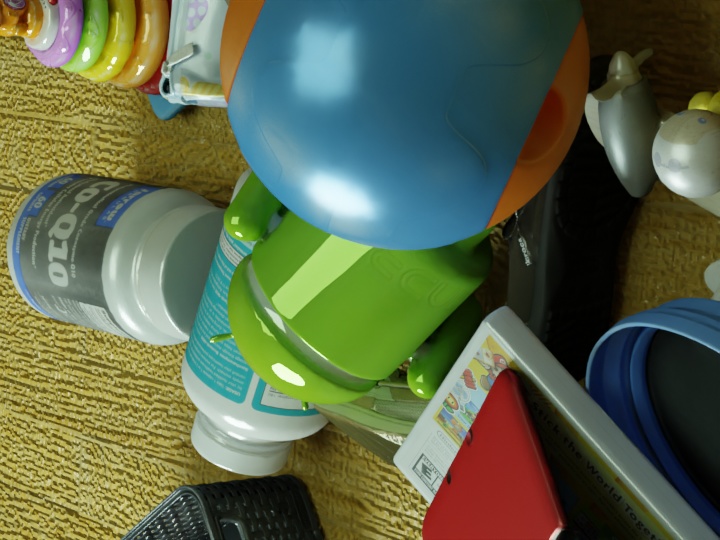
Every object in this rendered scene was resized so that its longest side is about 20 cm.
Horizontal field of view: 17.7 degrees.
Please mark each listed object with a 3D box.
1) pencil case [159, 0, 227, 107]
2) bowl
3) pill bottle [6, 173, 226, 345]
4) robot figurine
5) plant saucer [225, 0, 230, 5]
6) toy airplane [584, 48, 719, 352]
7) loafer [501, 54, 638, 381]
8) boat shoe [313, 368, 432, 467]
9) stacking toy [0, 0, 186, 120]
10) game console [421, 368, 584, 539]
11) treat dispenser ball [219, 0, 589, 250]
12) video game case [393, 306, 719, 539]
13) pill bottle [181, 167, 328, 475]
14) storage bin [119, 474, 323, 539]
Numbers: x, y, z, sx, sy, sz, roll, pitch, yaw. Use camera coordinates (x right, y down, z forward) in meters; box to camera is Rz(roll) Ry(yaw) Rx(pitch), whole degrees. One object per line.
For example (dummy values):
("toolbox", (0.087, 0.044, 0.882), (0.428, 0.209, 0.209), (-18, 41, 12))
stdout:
("pencil case", (-0.095, -0.210, 1.605), (0.083, 0.090, 0.201), (-168, 79, -72))
("bowl", (0.203, 0.101, 1.216), (0.201, 0.039, 0.201), (39, 150, 28))
("pill bottle", (-0.161, -0.007, 1.679), (0.200, 0.114, 0.114), (10, 100, 51))
("robot figurine", (0.000, 0.000, 1.406), (0.200, 0.175, 0.116), (-45, 15, 21))
("plant saucer", (0.007, -0.164, 1.398), (0.200, 0.200, 0.030), (-25, 47, 49))
("toy airplane", (0.202, -0.049, 1.198), (0.200, 0.141, 0.200), (-36, 65, 46))
("loafer", (0.114, -0.033, 1.364), (0.071, 0.073, 0.201), (29, 113, 48))
("boat shoe", (0.050, 0.092, 1.463), (0.200, 0.073, 0.063), (7, 63, 54))
("stacking toy", (-0.202, -0.180, 1.653), (0.110, 0.200, 0.116), (-43, 58, 44))
("game console", (0.123, 0.174, 1.305), (0.200, 0.172, 0.119), (111, 178, -54))
("treat dispenser ball", (0.024, -0.112, 1.249), (0.201, 0.200, 0.202), (3, 94, 51))
("video game case", (0.114, 0.138, 1.322), (0.200, 0.023, 0.182), (48, 148, 13))
("pill bottle", (-0.055, 0.036, 1.550), (0.111, 0.111, 0.200), (43, 123, 42))
("storage bin", (-0.110, 0.244, 1.644), (0.200, 0.094, 0.136), (-43, 59, 43))
